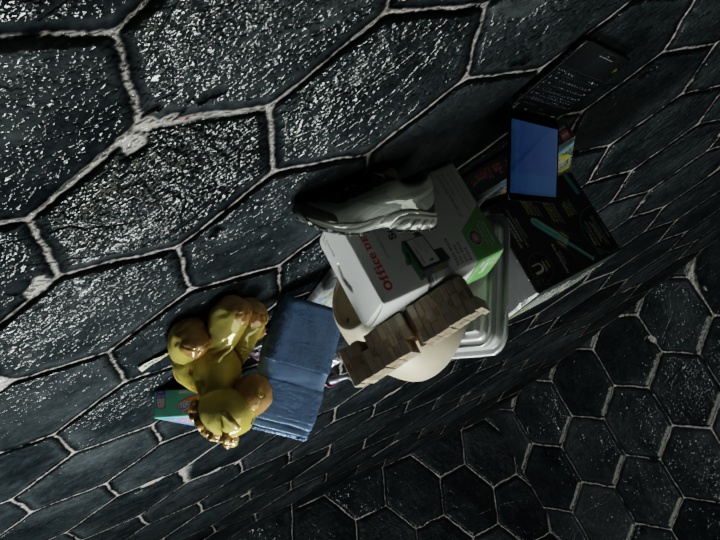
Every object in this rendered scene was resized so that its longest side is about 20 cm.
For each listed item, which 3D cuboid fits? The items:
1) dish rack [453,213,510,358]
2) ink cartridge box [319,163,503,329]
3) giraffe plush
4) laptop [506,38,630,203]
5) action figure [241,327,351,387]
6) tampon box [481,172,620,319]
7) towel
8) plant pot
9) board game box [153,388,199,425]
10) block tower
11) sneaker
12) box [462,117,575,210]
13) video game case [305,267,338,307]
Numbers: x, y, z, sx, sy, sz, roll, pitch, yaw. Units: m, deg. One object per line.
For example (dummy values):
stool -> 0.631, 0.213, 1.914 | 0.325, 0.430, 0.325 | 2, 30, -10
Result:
dish rack -> 0.139, 0.022, 1.535 | 0.043, 0.204, 0.170 | 12, 166, -37
ink cartridge box -> 0.066, -0.034, 1.420 | 0.198, 0.148, 0.085 | -24, 163, -24
giraffe plush -> -0.190, 0.153, 1.476 | 0.199, 0.164, 0.172 | -35, 164, 11
laptop -> 0.277, -0.192, 1.414 | 0.199, 0.104, 0.176 | -39, 162, 26
action figure -> -0.092, 0.151, 1.702 | 0.148, 0.135, 0.199 | -34, 161, 14
tampon box -> 0.263, -0.034, 1.632 | 0.198, 0.151, 0.126 | -23, 167, -35
towel -> -0.099, 0.141, 1.564 | 0.110, 0.204, 0.048 | 18, 178, -21
plant pot -> 0.037, 0.049, 1.514 | 0.133, 0.203, 0.200 | 12, 139, -38
board game box -> -0.224, 0.219, 1.713 | 0.149, 0.046, 0.200 | -5, 167, 12
block tower -> 0.070, 0.079, 1.402 | 0.198, 0.058, 0.054 | -32, 165, 14
sneaker -> 0.005, -0.086, 1.320 | 0.197, 0.081, 0.074 | -7, -165, -28
box -> 0.223, -0.139, 1.587 | 0.198, 0.038, 0.137 | -32, 164, 1
video game case -> 0.000, 0.000, 1.630 | 0.142, 0.018, 0.200 | -18, 159, -37
